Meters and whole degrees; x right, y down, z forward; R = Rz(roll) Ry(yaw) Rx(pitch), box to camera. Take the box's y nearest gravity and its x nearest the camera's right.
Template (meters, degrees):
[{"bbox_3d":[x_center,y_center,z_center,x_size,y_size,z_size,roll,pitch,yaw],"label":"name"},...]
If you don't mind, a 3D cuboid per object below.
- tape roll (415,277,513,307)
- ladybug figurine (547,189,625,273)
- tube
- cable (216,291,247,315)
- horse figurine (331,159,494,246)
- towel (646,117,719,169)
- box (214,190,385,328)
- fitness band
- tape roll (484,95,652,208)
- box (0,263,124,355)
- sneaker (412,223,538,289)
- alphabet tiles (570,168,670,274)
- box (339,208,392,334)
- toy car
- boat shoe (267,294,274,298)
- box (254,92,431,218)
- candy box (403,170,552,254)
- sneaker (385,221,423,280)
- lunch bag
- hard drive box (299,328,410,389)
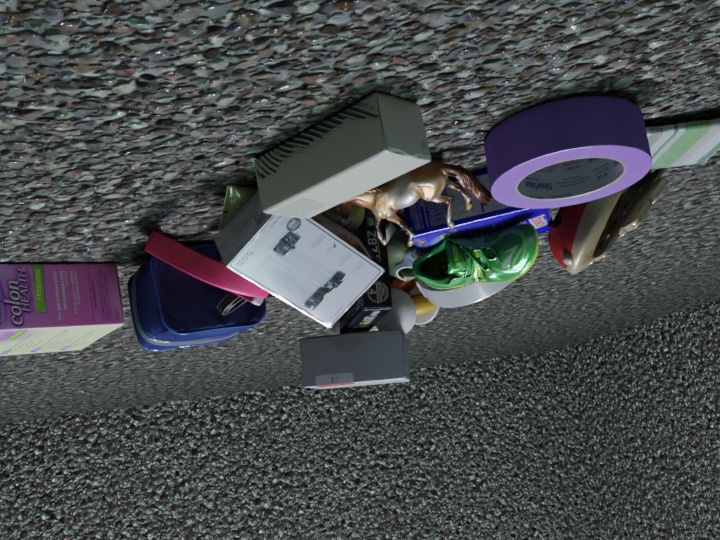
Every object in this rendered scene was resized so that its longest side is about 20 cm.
[{"bbox_3d":[0.183,-0.017,1.493,0.202,0.037,0.203,-27,-156,13],"label":"tape roll"},{"bbox_3d":[0.331,-0.078,1.388,0.200,0.071,0.137,-50,159,-42],"label":"ladybug figurine"},{"bbox_3d":[-0.090,-0.079,1.228,0.198,0.059,0.052,-5,174,-32],"label":"tube"},{"bbox_3d":[-0.128,-0.013,1.361,0.199,0.051,0.097,-36,175,9],"label":"cable"},{"bbox_3d":[0.069,-0.093,1.229,0.198,0.050,0.133,-21,135,17],"label":"horse figurine"},{"bbox_3d":[0.413,-0.177,1.303,0.198,0.031,0.149,-7,165,-7],"label":"towel"},{"bbox_3d":[-0.076,-0.018,1.211,0.117,0.060,0.199,-47,131,12],"label":"box"},{"bbox_3d":[-0.206,-0.002,1.262,0.199,0.038,0.143,22,177,44],"label":"fitness band"},{"bbox_3d":[0.256,-0.142,1.170,0.198,0.066,0.200,-7,164,-2],"label":"tape roll"},{"bbox_3d":[-0.482,0.059,1.394,0.199,0.098,0.175,-2,165,-39],"label":"box"},{"bbox_3d":[0.161,-0.013,1.329,0.199,0.075,0.083,-19,167,34],"label":"sneaker"},{"bbox_3d":[0.402,-0.077,1.458,0.196,0.015,0.200,-51,-179,-20],"label":"alphabet tiles"},{"bbox_3d":[0.000,0.000,1.396,0.049,0.163,0.200,-3,166,-11],"label":"box"},{"bbox_3d":[0.033,0.047,1.667,0.199,0.151,0.175,-22,178,26],"label":"toy car"},{"bbox_3d":[-0.180,0.013,1.538,0.198,0.073,0.068,-2,173,4],"label":"boat shoe"},{"bbox_3d":[-0.024,-0.123,1.047,0.199,0.069,0.082,-22,163,38],"label":"box"},{"bbox_3d":[0.174,-0.085,1.370,0.198,0.078,0.169,-13,166,12],"label":"candy box"},{"bbox_3d":[0.053,-0.012,1.517,0.067,0.090,0.200,-54,178,-16],"label":"sneaker"},{"bbox_3d":[-0.245,0.040,1.421,0.199,0.137,0.132,-4,166,-35],"label":"lunch bag"},{"bbox_3d":[-0.004,0.144,1.495,0.154,0.078,0.200,-6,171,6],"label":"hard drive box"}]
